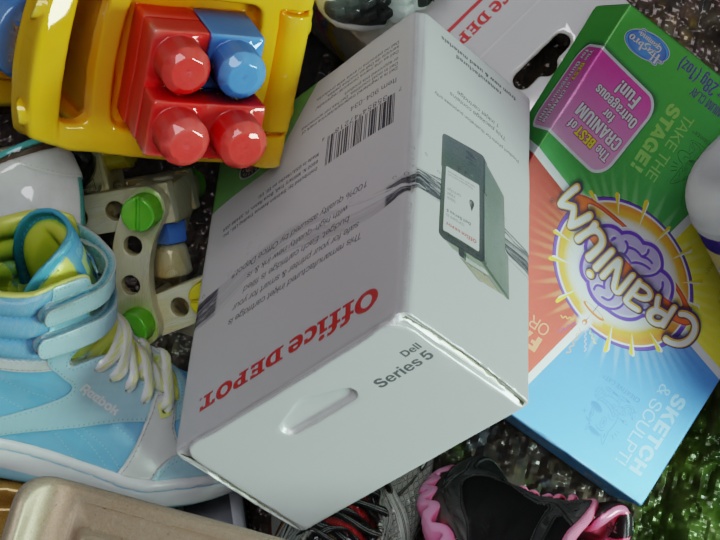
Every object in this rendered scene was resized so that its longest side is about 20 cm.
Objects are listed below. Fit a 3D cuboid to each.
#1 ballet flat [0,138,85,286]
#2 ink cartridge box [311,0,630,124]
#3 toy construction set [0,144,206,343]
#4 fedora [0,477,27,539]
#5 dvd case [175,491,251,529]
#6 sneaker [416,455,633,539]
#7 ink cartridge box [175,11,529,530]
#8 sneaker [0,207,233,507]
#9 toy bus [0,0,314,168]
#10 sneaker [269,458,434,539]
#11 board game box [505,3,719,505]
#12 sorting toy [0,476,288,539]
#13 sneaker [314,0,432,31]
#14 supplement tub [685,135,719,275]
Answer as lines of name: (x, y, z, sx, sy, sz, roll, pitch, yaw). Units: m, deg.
ballet flat: (-0.221, 0.001, 1.051, 0.200, 0.069, 0.069, -23, 78, 8)
ink cartridge box: (0.035, -0.152, 1.147, 0.117, 0.067, 0.200, -44, 80, -10)
toy construction set: (-0.155, -0.003, 1.112, 0.200, 0.092, 0.131, -12, 102, 6)
fedora: (-0.181, 0.160, 1.047, 0.200, 0.082, 0.201, 0, 77, 1)
dvd case: (-0.125, 0.165, 1.101, 0.150, 0.025, 0.200, -9, 78, -2)
sneaker: (0.085, 0.133, 1.024, 0.095, 0.200, 0.079, -35, 110, 7)
ink cartridge box: (0.000, 0.000, 1.023, 0.084, 0.145, 0.200, 36, 38, -29)
sneaker: (-0.118, 0.038, 1.025, 0.200, 0.131, 0.080, 9, 34, -27)
toy bus: (-0.118, -0.110, 1.018, 0.200, 0.192, 0.136, 3, 118, -20)
sneaker: (-0.009, 0.143, 1.064, 0.078, 0.082, 0.200, 26, 69, -10)
board game box: (0.129, -0.008, 1.092, 0.153, 0.040, 0.200, 35, 83, -18)
sorting toy: (-0.082, 0.203, 0.973, 0.200, 0.036, 0.185, 14, 80, 13)
sneaker: (0.030, -0.197, 1.087, 0.081, 0.075, 0.200, 31, 62, 17)
supplement tub: (0.257, 0.013, 1.040, 0.145, 0.145, 0.200, -31, 106, -6)
